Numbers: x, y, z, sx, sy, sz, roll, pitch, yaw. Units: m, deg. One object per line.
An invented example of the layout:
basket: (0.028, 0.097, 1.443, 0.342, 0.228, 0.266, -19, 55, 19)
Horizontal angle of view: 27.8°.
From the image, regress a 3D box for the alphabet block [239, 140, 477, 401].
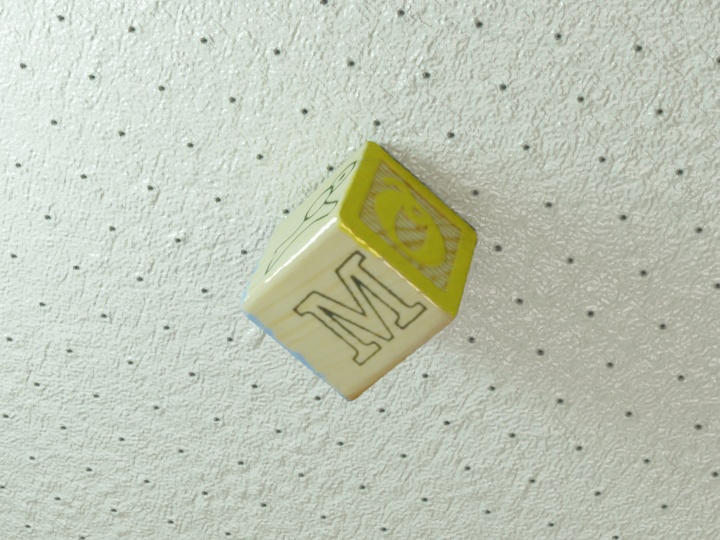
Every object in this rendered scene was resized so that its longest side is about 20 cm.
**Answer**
alphabet block: (0.000, 0.000, 1.797, 0.196, 0.196, 0.200, 39, 125, -15)
